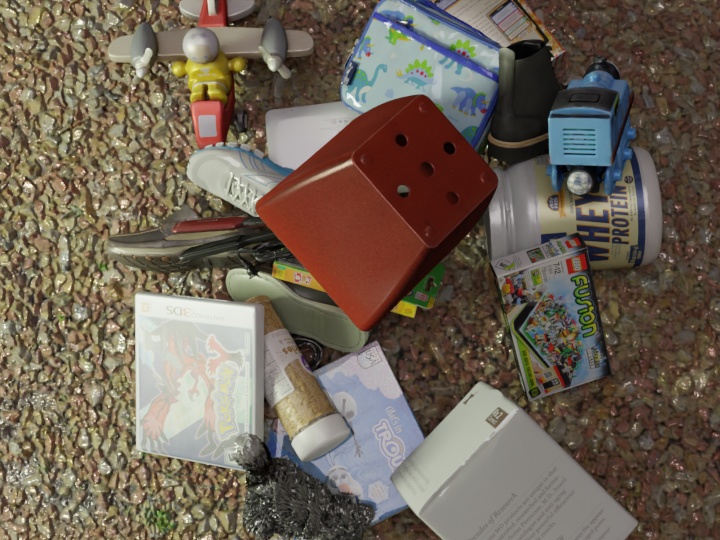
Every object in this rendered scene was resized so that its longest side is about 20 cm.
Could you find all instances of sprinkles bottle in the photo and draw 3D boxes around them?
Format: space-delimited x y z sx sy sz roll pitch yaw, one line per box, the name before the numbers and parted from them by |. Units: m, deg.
sprinkles bottle | -0.091 0.128 1.473 0.068 0.068 0.200 -32 75 -2

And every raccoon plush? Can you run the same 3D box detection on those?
raccoon plush | -0.065 0.265 1.394 0.134 0.200 0.097 13 70 21

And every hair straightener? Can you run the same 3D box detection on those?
hair straightener | -0.123 -0.031 1.484 0.200 0.041 0.077 -7 107 5

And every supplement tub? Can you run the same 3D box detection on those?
supplement tub | 0.251 -0.070 1.484 0.200 0.145 0.145 -5 81 3

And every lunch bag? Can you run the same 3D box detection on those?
lunch bag | 0.085 -0.238 1.512 0.200 0.082 0.161 32 105 15

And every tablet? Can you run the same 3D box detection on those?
tablet | -0.019 -0.155 1.581 0.200 0.014 0.130 -7 81 3

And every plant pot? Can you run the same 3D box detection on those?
plant pot | 0.037 -0.082 1.400 0.200 0.176 0.200 49 60 -4

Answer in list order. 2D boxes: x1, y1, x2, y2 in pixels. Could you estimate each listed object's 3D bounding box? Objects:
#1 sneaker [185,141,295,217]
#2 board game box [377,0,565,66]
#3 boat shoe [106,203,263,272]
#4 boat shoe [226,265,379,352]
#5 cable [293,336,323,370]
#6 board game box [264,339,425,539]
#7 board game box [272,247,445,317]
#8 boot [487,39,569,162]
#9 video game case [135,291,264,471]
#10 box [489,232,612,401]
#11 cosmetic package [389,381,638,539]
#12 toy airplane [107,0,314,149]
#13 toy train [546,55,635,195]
sneaker | -0.122 -0.095 1.519 0.200 0.087 0.075 17 127 -2
board game box | 0.141 -0.307 1.577 0.151 0.046 0.200 -36 81 -2
boat shoe | -0.218 -0.041 1.554 0.200 0.075 0.073 0 72 -5
boat shoe | -0.071 0.040 1.532 0.201 0.061 0.072 23 125 18
cable | -0.149 0.115 1.529 0.200 0.050 0.097 7 84 7
board game box | -0.024 0.218 1.509 0.199 0.043 0.200 -27 80 -1
board game box | 0.000 0.000 1.521 0.200 0.030 0.096 14 38 8
boot | 0.231 -0.225 1.474 0.077 0.139 0.200 22 39 32
video game case | -0.196 0.132 1.482 0.182 0.023 0.200 5 99 29
box | 0.227 0.057 1.456 0.110 0.200 0.035 -19 36 1
cosmetic package | 0.169 0.261 1.403 0.200 0.165 0.165 44 86 -10
toy airplane | -0.188 -0.279 1.547 0.200 0.141 0.199 -45 81 -3
toy train | 0.262 -0.164 1.384 0.087 0.200 0.114 6 124 19
